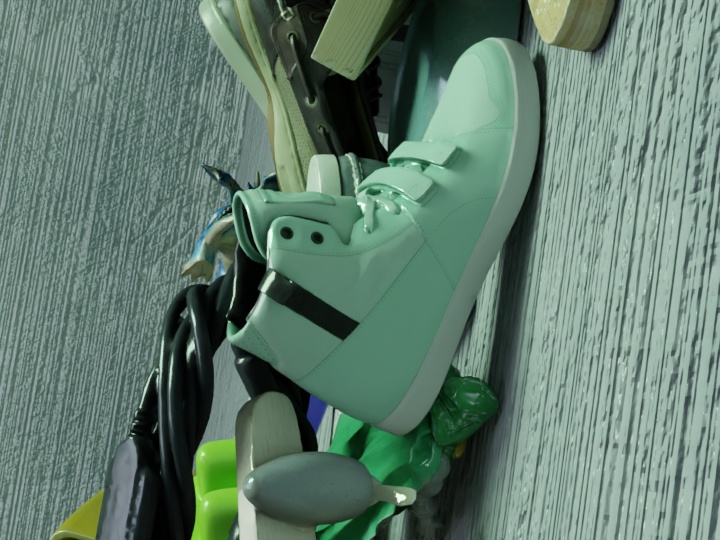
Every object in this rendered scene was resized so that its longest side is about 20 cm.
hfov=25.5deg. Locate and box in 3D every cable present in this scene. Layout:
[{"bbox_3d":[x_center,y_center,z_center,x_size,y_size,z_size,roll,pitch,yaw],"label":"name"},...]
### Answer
[{"bbox_3d":[-0.063,0.092,0.790,0.163,0.050,0.203,14,-95,-61],"label":"cable"}]

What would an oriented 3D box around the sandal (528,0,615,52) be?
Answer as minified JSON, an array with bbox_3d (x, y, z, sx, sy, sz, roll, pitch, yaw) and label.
[{"bbox_3d":[0.064,-0.162,0.748,0.212,0.069,0.078,-101,23,-64],"label":"sandal"}]

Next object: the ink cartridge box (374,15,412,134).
[{"bbox_3d":[0.024,-0.208,1.082,0.116,0.066,0.202,-97,19,-63],"label":"ink cartridge box"}]

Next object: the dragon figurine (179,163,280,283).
[{"bbox_3d":[-0.070,-0.034,0.981,0.200,0.058,0.101,63,-146,-69],"label":"dragon figurine"}]

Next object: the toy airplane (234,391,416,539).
[{"bbox_3d":[-0.018,0.177,0.698,0.200,0.140,0.202,-70,-38,-64],"label":"toy airplane"}]

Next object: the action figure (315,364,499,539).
[{"bbox_3d":[0.020,0.098,0.817,0.200,0.054,0.119,128,152,-59],"label":"action figure"}]

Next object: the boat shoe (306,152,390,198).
[{"bbox_3d":[0.000,0.000,0.910,0.201,0.061,0.074,96,168,-61],"label":"boat shoe"}]

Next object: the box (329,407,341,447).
[{"bbox_3d":[0.021,0.049,0.914,0.201,0.038,0.042,113,164,-57],"label":"box"}]

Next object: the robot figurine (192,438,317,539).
[{"bbox_3d":[-0.061,0.197,0.975,0.176,0.114,0.202,-105,12,-53],"label":"robot figurine"}]

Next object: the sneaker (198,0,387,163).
[{"bbox_3d":[-0.006,-0.121,1.002,0.106,0.201,0.075,-37,2,17],"label":"sneaker"}]

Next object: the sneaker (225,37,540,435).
[{"bbox_3d":[0.008,-0.038,0.745,0.074,0.117,0.202,-8,59,64],"label":"sneaker"}]

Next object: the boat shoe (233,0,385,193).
[{"bbox_3d":[-0.024,-0.125,0.925,0.073,0.064,0.202,-40,-59,-56],"label":"boat shoe"}]

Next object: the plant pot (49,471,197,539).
[{"bbox_3d":[-0.129,0.261,1.223,0.177,0.198,0.202,-70,-6,-67],"label":"plant pot"}]

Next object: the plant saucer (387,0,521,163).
[{"bbox_3d":[0.046,-0.105,0.916,0.201,0.038,0.204,-171,90,-81],"label":"plant saucer"}]

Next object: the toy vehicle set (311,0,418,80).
[{"bbox_3d":[0.032,-0.188,0.877,0.125,0.026,0.200,-63,-2,24],"label":"toy vehicle set"}]

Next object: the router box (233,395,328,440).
[{"bbox_3d":[-0.039,0.062,1.090,0.180,0.048,0.201,115,177,-61],"label":"router box"}]
